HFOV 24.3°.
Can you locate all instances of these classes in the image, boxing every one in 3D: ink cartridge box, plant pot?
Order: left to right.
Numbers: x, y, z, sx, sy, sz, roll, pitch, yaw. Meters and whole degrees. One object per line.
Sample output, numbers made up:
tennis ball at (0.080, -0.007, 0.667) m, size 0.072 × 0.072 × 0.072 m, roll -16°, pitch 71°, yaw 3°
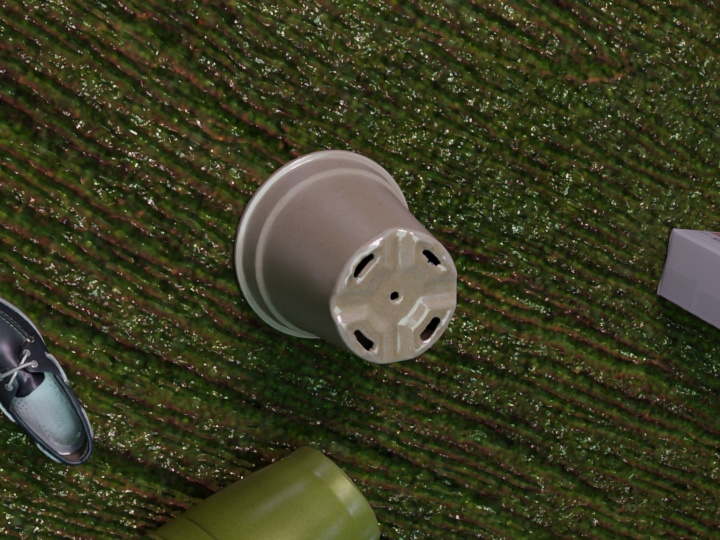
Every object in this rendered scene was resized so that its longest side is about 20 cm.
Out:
plant pot at (-0.088, 0.289, 1.715) m, size 0.193 × 0.200 × 0.201 m, roll -39°, pitch 120°, yaw -23°
plant pot at (0.000, 0.000, 1.650) m, size 0.199 × 0.183 × 0.202 m, roll -9°, pitch 110°, yaw -24°
ink cartridge box at (0.465, 0.025, 1.873) m, size 0.174 × 0.200 × 0.084 m, roll 3°, pitch 106°, yaw -25°

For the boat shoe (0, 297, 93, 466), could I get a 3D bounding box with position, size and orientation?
boat shoe at (-0.318, 0.104, 1.601) m, size 0.076 × 0.060 × 0.200 m, roll -41°, pitch 120°, yaw -8°
